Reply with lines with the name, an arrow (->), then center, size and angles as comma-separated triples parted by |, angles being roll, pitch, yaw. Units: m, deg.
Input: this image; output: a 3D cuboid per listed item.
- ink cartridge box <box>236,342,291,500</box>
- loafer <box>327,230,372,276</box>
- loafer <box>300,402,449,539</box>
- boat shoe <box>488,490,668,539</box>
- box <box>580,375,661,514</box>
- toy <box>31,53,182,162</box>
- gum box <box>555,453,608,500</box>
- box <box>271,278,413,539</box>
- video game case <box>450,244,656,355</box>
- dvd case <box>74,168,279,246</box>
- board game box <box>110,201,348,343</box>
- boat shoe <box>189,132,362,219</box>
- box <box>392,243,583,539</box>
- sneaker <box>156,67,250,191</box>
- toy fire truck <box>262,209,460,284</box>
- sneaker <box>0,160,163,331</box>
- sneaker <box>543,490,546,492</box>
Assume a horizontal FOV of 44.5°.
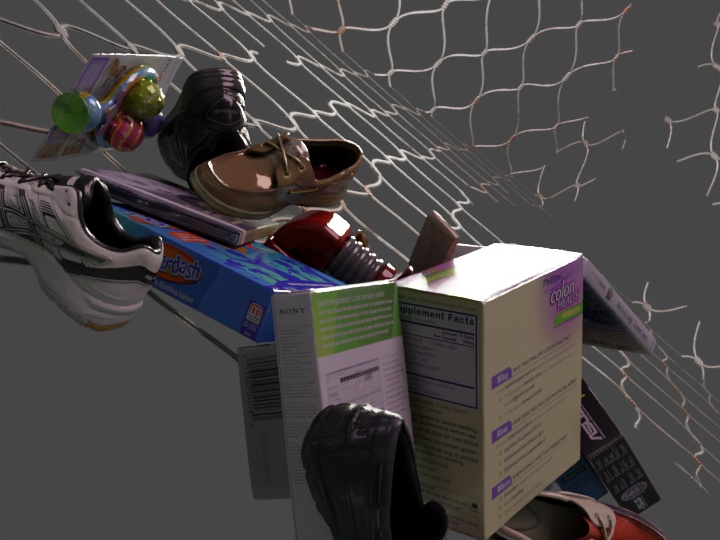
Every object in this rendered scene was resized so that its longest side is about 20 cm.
ink cartridge box -> -0.019, 0.108, 0.703 | 0.200, 0.050, 0.110 | 3, 79, -63
loafer -> 0.005, 0.029, 1.006 | 0.073, 0.072, 0.200 | 26, 23, -44
loafer -> 0.023, 0.173, 0.559 | 0.068, 0.070, 0.201 | -52, 131, -52
boat shoe -> 0.192, 0.236, 0.804 | 0.199, 0.071, 0.063 | 16, -19, 0
box -> 0.243, 0.163, 0.950 | 0.200, 0.044, 0.161 | 48, 10, -49
toy -> -0.228, -0.151, 0.859 | 0.047, 0.115, 0.200 | 37, 17, 5
gum box -> 0.198, 0.161, 1.022 | 0.200, 0.044, 0.170 | 55, 5, 0
box -> -0.006, 0.110, 0.634 | 0.144, 0.036, 0.201 | -4, 89, -64
video game case -> 0.180, 0.028, 0.911 | 0.199, 0.024, 0.182 | 9, -22, 44
dvd case -> -0.161, -0.061, 0.819 | 0.148, 0.016, 0.200 | 21, 7, 2
board game box -> -0.116, -0.001, 0.742 | 0.199, 0.045, 0.152 | 24, 9, 25
boat shoe -> -0.073, -0.098, 0.829 | 0.074, 0.066, 0.200 | 52, 34, 16
box -> 0.111, 0.094, 0.761 | 0.096, 0.201, 0.176 | 10, 19, 38
sneaker -> -0.163, -0.114, 0.915 | 0.076, 0.199, 0.115 | -1, 73, -25
toy fire truck -> 0.000, 0.000, 0.844 | 0.176, 0.200, 0.129 | 41, 16, -2
sneaker -> -0.231, -0.048, 0.651 | 0.200, 0.088, 0.076 | 39, 19, -5
sneaker -> 0.211, 0.273, 0.894 | 0.200, 0.066, 0.078 | 33, 0, -19
